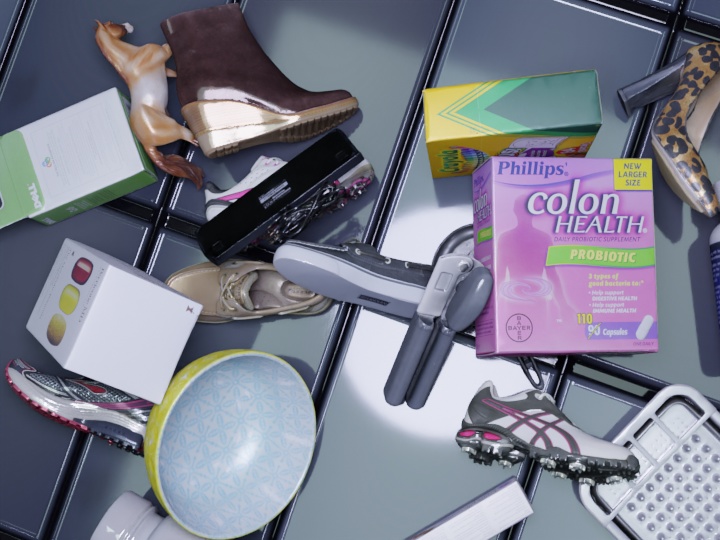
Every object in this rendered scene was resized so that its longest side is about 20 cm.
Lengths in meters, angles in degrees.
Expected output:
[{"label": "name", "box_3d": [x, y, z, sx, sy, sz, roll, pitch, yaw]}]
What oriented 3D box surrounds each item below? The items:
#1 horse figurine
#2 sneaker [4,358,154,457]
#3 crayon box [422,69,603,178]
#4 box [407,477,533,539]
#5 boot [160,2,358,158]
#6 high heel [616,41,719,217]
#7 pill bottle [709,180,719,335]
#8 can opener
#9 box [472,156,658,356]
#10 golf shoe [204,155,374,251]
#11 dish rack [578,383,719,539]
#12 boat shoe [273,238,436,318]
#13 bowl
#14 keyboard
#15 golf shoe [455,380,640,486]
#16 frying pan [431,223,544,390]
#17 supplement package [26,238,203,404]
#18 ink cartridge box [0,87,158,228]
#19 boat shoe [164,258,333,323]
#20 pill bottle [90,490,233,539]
[{"label": "horse figurine", "box_3d": [-0.221, -0.193, 1.239, 0.131, 0.050, 0.204, -7, 83, -28]}, {"label": "sneaker", "box_3d": [-0.302, 0.143, 1.227, 0.197, 0.081, 0.076, 22, 72, 0]}, {"label": "crayon box", "box_3d": [0.153, -0.146, 1.141, 0.169, 0.200, 0.059, -7, 84, 5]}, {"label": "box", "box_3d": [0.093, 0.291, 1.183, 0.198, 0.039, 0.042, -32, 83, 2]}, {"label": "boot", "box_3d": [-0.112, -0.226, 1.227, 0.197, 0.072, 0.169, -15, 80, -16]}, {"label": "high heel", "box_3d": [0.373, -0.156, 1.157, 0.141, 0.072, 0.202, -26, 54, 8]}, {"label": "pill bottle", "box_3d": [0.425, 0.004, 1.140, 0.114, 0.116, 0.204, -6, 83, 5]}, {"label": "can opener", "box_3d": [0.076, 0.069, 1.151, 0.052, 0.067, 0.202, 12, 124, -17]}, {"label": "box", "box_3d": [0.213, -0.012, 1.156, 0.173, 0.097, 0.204, 1, 84, -7]}, {"label": "golf shoe", "box_3d": [-0.083, -0.094, 1.225, 0.197, 0.073, 0.093, -21, 81, 4]}, {"label": "dish rack", "box_3d": [0.347, 0.241, 1.160, 0.172, 0.044, 0.200, -45, 81, -1]}, {"label": "boat shoe", "box_3d": [0.000, 0.000, 1.173, 0.197, 0.068, 0.058, 19, 65, -22]}, {"label": "bowl", "box_3d": [-0.156, 0.174, 1.176, 0.107, 0.198, 0.203, 14, 84, 50]}, {"label": "keyboard", "box_3d": [-0.080, -0.065, 1.167, 0.199, 0.040, 0.104, -36, 37, 1]}, {"label": "golf shoe", "box_3d": [0.197, 0.168, 1.147, 0.197, 0.077, 0.089, 9, 67, 27]}, {"label": "frying pan", "box_3d": [0.137, 0.041, 1.213, 0.113, 0.031, 0.194, -6, 81, 7]}, {"label": "supplement package", "box_3d": [-0.263, 0.049, 1.153, 0.109, 0.199, 0.115, 25, 86, -28]}, {"label": "ink cartridge box", "box_3d": [-0.344, -0.120, 1.261, 0.197, 0.059, 0.105, -22, 81, 3]}, {"label": "boat shoe", "box_3d": [-0.129, 0.021, 1.221, 0.196, 0.065, 0.074, 1, 84, 6]}, {"label": "pill bottle", "box_3d": [-0.188, 0.325, 1.171, 0.198, 0.114, 0.116, 29, 88, 9]}]
